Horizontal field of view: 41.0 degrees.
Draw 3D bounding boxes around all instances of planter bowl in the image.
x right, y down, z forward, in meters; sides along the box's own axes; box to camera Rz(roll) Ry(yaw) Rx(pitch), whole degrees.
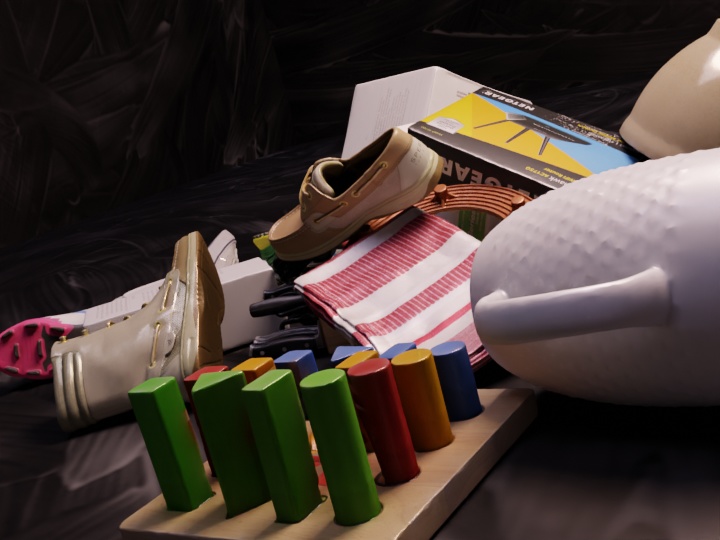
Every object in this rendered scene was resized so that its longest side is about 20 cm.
[{"bbox_3d":[0.367,-0.157,0.918,0.199,0.136,0.200,16,22,-7],"label":"planter bowl"}]

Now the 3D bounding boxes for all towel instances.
[{"bbox_3d":[0.047,0.016,0.777,0.144,0.023,0.200,-33,38,-17],"label":"towel"}]

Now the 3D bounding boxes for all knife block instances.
[{"bbox_3d":[-0.005,0.036,0.887,0.175,0.064,0.199,-24,15,-33],"label":"knife block"}]

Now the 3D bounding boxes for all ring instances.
[{"bbox_3d":[0.070,-0.019,0.843,0.199,0.019,0.201,-12,38,10],"label":"ring"}]

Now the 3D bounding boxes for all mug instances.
[{"bbox_3d":[0.148,0.013,0.574,0.174,0.149,0.199,-8,3,38],"label":"mug"}]

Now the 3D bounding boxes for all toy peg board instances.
[{"bbox_3d":[-0.025,0.087,0.598,0.199,0.099,0.199,-6,15,36],"label":"toy peg board"}]

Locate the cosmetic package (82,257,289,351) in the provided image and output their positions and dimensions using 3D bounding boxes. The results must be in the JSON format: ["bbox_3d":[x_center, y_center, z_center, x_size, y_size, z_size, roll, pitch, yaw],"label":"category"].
[{"bbox_3d":[-0.185,0.052,1.018,0.199,0.072,0.101,-18,11,-11],"label":"cosmetic package"}]

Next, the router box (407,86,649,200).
[{"bbox_3d":[0.165,-0.111,0.956,0.199,0.051,0.149,26,39,27],"label":"router box"}]

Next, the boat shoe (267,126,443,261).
[{"bbox_3d":[-0.018,-0.073,0.882,0.199,0.066,0.074,-28,34,33],"label":"boat shoe"}]

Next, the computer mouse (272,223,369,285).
[{"bbox_3d":[0.000,0.000,1.020,0.140,0.046,0.200,-28,-22,21],"label":"computer mouse"}]

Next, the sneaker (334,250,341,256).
[{"bbox_3d":[0.008,-0.042,1.190,0.199,0.073,0.072,-11,27,19],"label":"sneaker"}]

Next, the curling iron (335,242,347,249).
[{"bbox_3d":[0.042,-0.045,1.066,0.199,0.050,0.026,2,7,-33],"label":"curling iron"}]

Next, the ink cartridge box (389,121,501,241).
[{"bbox_3d":[0.136,-0.096,1.058,0.145,0.085,0.200,-16,37,-25],"label":"ink cartridge box"}]

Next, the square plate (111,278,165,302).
[{"bbox_3d":[-0.235,0.028,1.298,0.199,0.029,0.198,-20,13,-25],"label":"square plate"}]

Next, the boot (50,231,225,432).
[{"bbox_3d":[-0.208,0.054,0.906,0.154,0.072,0.201,-17,44,8],"label":"boot"}]

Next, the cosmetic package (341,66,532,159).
[{"bbox_3d":[0.092,-0.155,1.269,0.164,0.166,0.200,14,-4,-31],"label":"cosmetic package"}]

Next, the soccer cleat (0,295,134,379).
[{"bbox_3d":[-0.315,0.079,1.102,0.199,0.070,0.086,-14,-4,-6],"label":"soccer cleat"}]

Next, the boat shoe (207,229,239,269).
[{"bbox_3d":[-0.175,0.011,1.183,0.072,0.066,0.200,-50,10,15],"label":"boat shoe"}]

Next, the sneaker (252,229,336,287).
[{"bbox_3d":[-0.067,-0.013,1.122,0.078,0.086,0.200,-15,2,-17],"label":"sneaker"}]
